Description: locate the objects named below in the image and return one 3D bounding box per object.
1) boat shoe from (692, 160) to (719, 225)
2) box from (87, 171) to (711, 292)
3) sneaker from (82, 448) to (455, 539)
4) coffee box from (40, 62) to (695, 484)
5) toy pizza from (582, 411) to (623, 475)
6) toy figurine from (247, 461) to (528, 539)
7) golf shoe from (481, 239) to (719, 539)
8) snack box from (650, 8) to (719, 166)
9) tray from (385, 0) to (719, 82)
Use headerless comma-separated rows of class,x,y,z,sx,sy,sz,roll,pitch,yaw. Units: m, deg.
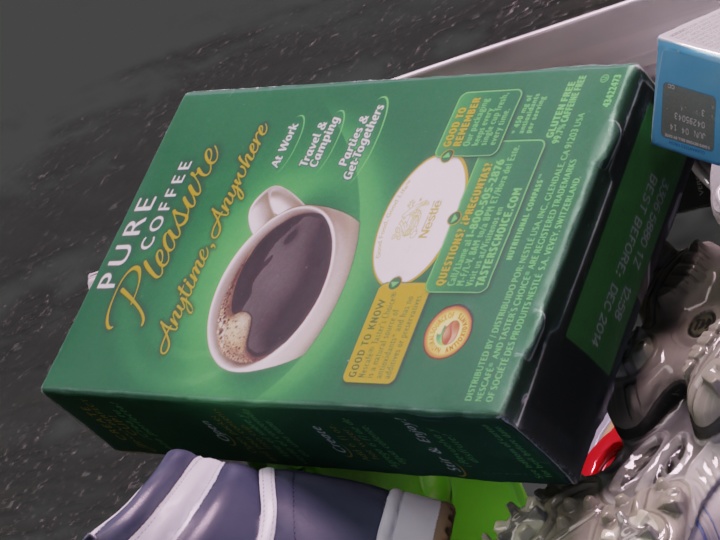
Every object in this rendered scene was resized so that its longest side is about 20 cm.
boat shoe,0.149,-0.035,0.913,0.068,0.072,0.200,-37,18,3
box,0.017,-0.012,1.018,0.199,0.037,0.144,-14,-1,-44
sneaker,-0.048,0.146,0.784,0.070,0.108,0.201,104,-177,-65
coffee box,0.000,0.000,0.836,0.199,0.044,0.123,-1,57,43
toy pizza,0.133,0.059,0.892,0.200,0.032,0.201,-36,29,24
toy figurine,-0.045,0.142,0.939,0.184,0.150,0.201,-36,44,29
golf shoe,0.090,0.089,0.783,0.078,0.097,0.200,11,58,51
snack box,0.191,-0.066,0.806,0.116,0.037,0.200,21,32,37
tray,0.086,-0.070,1.014,0.199,0.022,0.107,-18,-13,5
